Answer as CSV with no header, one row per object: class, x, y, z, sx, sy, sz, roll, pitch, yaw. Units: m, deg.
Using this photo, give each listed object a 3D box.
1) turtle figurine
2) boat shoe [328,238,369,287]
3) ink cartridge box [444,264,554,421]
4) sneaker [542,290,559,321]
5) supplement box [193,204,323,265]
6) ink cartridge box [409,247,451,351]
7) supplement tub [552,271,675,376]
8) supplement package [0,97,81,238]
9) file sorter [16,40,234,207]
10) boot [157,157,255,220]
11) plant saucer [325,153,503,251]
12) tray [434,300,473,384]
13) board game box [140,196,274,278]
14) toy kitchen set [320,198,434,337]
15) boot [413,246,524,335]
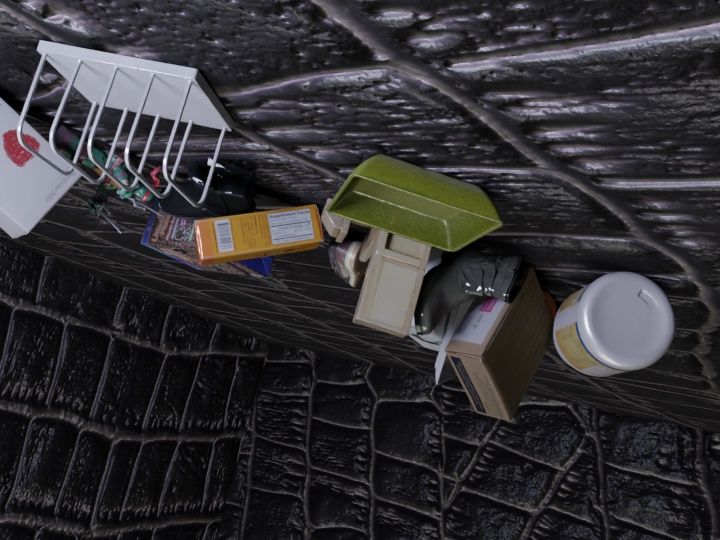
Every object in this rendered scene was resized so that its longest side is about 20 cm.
turtle figurine,-0.398,-0.146,1.247,0.199,0.101,0.149,36,147,-18
boat shoe,-0.023,-0.021,1.440,0.064,0.072,0.200,26,173,7
ink cartridge box,0.234,0.113,1.289,0.075,0.201,0.165,7,139,40
sneaker,0.320,0.083,1.473,0.091,0.076,0.200,12,167,37
supplement box,-0.163,-0.057,1.262,0.198,0.070,0.067,-7,173,-15
ink cartridge box,0.136,0.054,1.383,0.082,0.148,0.200,11,167,24
supplement tub,0.386,0.089,1.231,0.143,0.146,0.200,15,169,2
supplement package,-0.525,-0.160,1.131,0.200,0.122,0.119,46,155,-23
file sorter,-0.277,-0.167,0.931,0.198,0.126,0.139,13,168,11
boot,-0.244,-0.123,1.220,0.163,0.066,0.200,3,175,-5
plant saucer,0.068,-0.091,1.035,0.198,0.048,0.200,18,168,-9
tray,0.171,0.090,1.335,0.022,0.202,0.107,22,-166,27
board game box,-0.279,-0.063,1.482,0.198,0.098,0.159,6,165,37
toy kitchen set,0.000,0.000,1.217,0.162,0.182,0.200,17,167,-6
boot,0.168,0.028,1.188,0.129,0.200,0.068,10,133,26
